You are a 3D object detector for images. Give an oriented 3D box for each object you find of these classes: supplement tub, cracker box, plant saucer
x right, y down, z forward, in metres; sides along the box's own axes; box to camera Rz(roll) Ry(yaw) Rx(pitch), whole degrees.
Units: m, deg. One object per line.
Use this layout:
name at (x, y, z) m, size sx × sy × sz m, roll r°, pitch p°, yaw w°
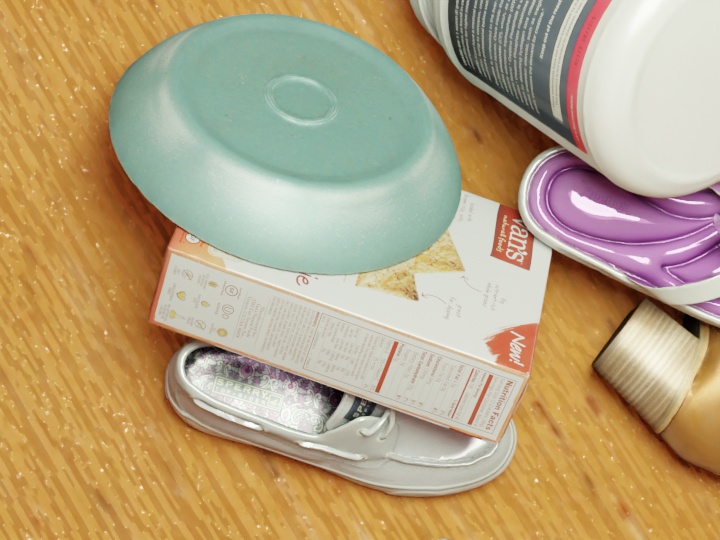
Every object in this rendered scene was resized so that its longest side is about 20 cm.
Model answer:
supplement tub at (0.126, -0.139, 1.005) m, size 0.140 × 0.141 × 0.200 m, roll -36°, pitch 42°, yaw -11°
cracker box at (0.000, 0.000, 1.016) m, size 0.198 × 0.058 × 0.134 m, roll 20°, pitch 39°, yaw -3°
plant saucer at (-0.035, -0.081, 1.016) m, size 0.198 × 0.036 × 0.201 m, roll 11°, pitch 42°, yaw -10°

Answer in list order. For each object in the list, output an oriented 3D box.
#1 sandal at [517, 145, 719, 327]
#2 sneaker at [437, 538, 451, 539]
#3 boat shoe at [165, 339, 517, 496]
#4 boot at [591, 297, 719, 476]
sandal at (0.181, -0.015, 1.007) m, size 0.201 × 0.050 × 0.083 m, roll 13°, pitch 88°, yaw 6°
sneaker at (0.039, 0.250, 1.007) m, size 0.081 × 0.075 × 0.202 m, roll -14°, pitch 74°, yaw 6°
boat shoe at (-0.008, 0.073, 1.028) m, size 0.198 × 0.069 × 0.073 m, roll 19°, pitch 77°, yaw -2°
boot at (0.245, 0.030, 1.064) m, size 0.154 × 0.074 × 0.201 m, roll 38°, pitch 89°, yaw 3°
